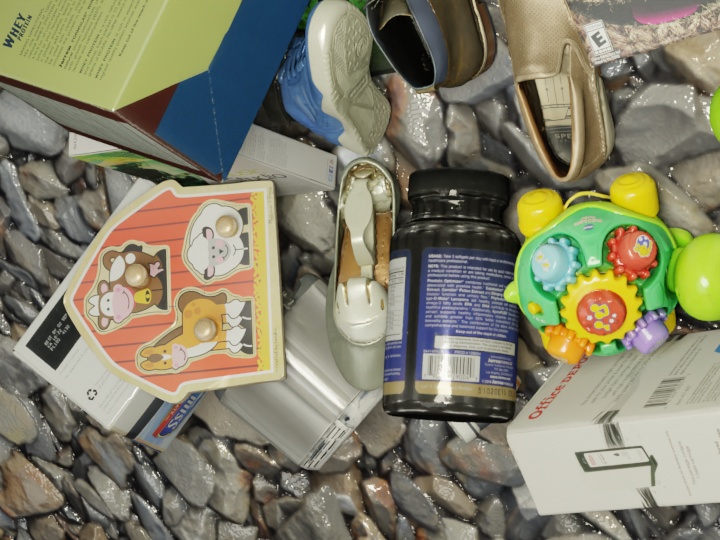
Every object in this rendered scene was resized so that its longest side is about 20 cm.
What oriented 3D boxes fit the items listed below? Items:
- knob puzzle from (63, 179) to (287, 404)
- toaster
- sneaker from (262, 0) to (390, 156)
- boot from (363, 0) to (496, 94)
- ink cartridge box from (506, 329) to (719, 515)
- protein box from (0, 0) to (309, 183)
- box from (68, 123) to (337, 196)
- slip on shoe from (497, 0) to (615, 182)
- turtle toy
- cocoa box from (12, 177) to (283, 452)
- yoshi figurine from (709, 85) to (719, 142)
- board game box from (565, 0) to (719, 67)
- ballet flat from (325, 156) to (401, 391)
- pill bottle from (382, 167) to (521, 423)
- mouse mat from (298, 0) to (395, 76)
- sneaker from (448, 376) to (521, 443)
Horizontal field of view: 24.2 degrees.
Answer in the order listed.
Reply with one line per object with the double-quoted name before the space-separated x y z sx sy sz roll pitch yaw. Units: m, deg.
"knob puzzle" -0.167 0.016 1.460 0.217 0.030 0.222 -3 77 13
"toaster" -0.045 0.094 1.539 0.129 0.114 0.200 41 148 4
"sneaker" -0.045 -0.170 1.385 0.110 0.077 0.200 23 166 18
"boot" 0.041 -0.235 1.321 0.074 0.097 0.201 -19 102 34
"ink cartridge box" 0.239 0.119 1.345 0.199 0.146 0.085 -11 110 39
"protein box" -0.170 -0.203 1.317 0.199 0.135 0.200 19 81 40
"box" -0.135 -0.100 1.466 0.143 0.199 0.037 -4 76 37
"slip on shoe" 0.145 -0.166 1.312 0.075 0.061 0.202 -1 113 35
"turtle toy" 0.210 0.007 1.318 0.198 0.101 0.147 -10 117 10
"cocoa box" -0.192 0.044 1.549 0.133 0.131 0.201 35 87 22
"yoshi figurine" 0.326 -0.121 1.188 0.199 0.112 0.113 -31 79 44
"board game box" 0.212 -0.269 1.184 0.158 0.097 0.202 -14 106 39
"ballet flat" 0.000 0.000 1.438 0.067 0.064 0.202 -1 76 11
"pill bottle" 0.077 0.022 1.385 0.111 0.111 0.202 -2 81 36
"mouse mat" -0.031 -0.238 1.434 0.199 0.008 0.162 -5 111 38
"sneaker" 0.063 0.053 1.485 0.079 0.078 0.200 -39 72 0
